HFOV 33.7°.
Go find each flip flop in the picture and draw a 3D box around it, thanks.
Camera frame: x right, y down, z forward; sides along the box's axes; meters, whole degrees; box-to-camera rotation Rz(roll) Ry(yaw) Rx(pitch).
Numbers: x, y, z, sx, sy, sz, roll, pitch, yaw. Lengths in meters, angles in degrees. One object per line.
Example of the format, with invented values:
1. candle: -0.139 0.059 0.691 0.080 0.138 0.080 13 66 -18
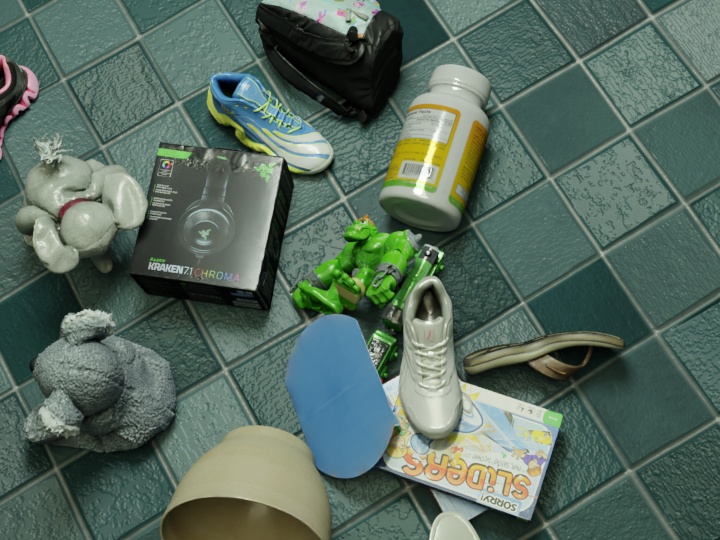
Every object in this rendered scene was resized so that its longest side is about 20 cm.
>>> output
1. flip flop: 0.228 0.111 1.471 0.199 0.081 0.058 -12 88 3

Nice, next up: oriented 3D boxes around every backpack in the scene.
1. backpack: -0.041 -0.317 1.608 0.200 0.167 0.127 31 58 18

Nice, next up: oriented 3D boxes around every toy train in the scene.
1. toy train: 0.051 0.051 1.516 0.042 0.056 0.200 25 76 13

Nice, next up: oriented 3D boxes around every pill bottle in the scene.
1. pill bottle: 0.105 -0.162 1.552 0.111 0.111 0.201 16 74 11

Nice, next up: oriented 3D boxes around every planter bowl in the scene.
1. planter bowl: -0.122 0.271 1.405 0.200 0.201 0.135 6 45 8

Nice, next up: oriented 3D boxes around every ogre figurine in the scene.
1. ogre figurine: 0.000 0.000 1.495 0.098 0.200 0.120 44 61 -2

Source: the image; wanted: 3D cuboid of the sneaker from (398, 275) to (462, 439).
1. sneaker: 0.079 0.098 1.416 0.078 0.099 0.201 -6 68 2

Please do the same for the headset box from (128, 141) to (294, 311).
1. headset box: -0.190 -0.064 1.560 0.174 0.093 0.201 8 72 8

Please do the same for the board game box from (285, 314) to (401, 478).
1. board game box: -0.016 0.155 1.472 0.158 0.039 0.200 -40 62 38

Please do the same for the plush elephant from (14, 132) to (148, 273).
1. plush elephant: -0.356 -0.067 1.525 0.164 0.200 0.155 -26 67 -11

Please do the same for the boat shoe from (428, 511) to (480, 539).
1. boat shoe: 0.118 0.385 1.393 0.073 0.062 0.201 -10 72 -14

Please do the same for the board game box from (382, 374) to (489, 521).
1. board game box: 0.108 0.209 1.477 0.103 0.019 0.200 -29 71 -3

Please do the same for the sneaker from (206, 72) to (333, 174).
1. sneaker: -0.129 -0.201 1.592 0.200 0.105 0.076 29 77 14

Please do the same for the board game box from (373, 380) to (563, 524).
1. board game box: 0.131 0.210 1.445 0.199 0.034 0.136 17 74 12

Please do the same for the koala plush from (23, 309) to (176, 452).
1. koala plush: -0.329 0.133 1.452 0.183 0.200 0.178 14 73 10

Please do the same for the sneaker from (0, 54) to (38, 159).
1. sneaker: -0.525 -0.212 1.643 0.079 0.095 0.200 21 76 10
